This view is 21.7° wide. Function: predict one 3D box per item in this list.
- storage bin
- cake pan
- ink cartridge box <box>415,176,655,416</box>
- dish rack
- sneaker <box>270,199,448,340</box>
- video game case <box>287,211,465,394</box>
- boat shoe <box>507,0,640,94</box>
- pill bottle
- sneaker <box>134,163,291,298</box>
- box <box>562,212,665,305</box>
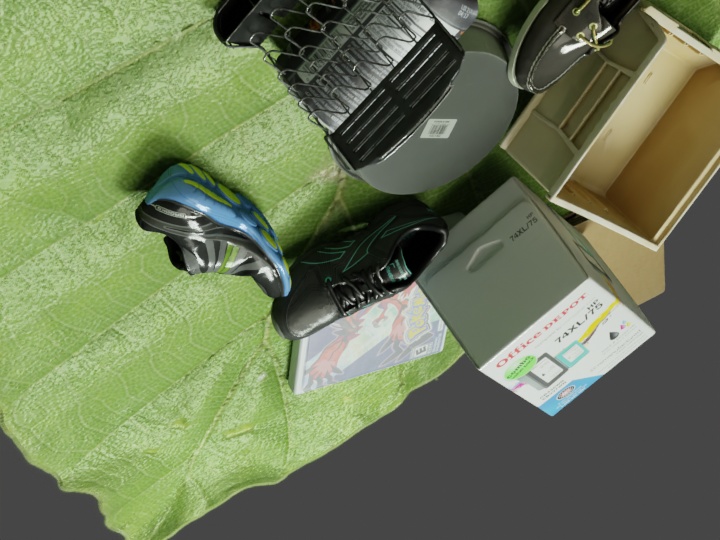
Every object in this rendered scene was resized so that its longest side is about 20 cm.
[{"bbox_3d":[0.272,-0.147,1.847,0.200,0.094,0.199,20,110,-48],"label":"storage bin"},{"bbox_3d":[0.066,-0.148,1.770,0.200,0.037,0.201,-21,143,-17],"label":"cake pan"},{"bbox_3d":[0.175,0.029,1.915,0.147,0.146,0.200,-40,149,11],"label":"ink cartridge box"},{"bbox_3d":[-0.014,-0.188,1.534,0.153,0.200,0.054,-47,152,18],"label":"dish rack"},{"bbox_3d":[0.000,0.000,1.829,0.200,0.079,0.076,-38,117,-11],"label":"sneaker"},{"bbox_3d":[0.017,0.036,1.958,0.182,0.023,0.200,-16,141,-22],"label":"video game case"},{"bbox_3d":[0.214,-0.241,1.728,0.201,0.061,0.072,-53,144,10],"label":"boat shoe"},{"bbox_3d":[0.028,-0.215,1.607,0.200,0.106,0.106,-46,142,17],"label":"pill bottle"},{"bbox_3d":[-0.134,-0.029,1.738,0.083,0.071,0.199,-37,139,15],"label":"sneaker"},{"bbox_3d":[0.265,-0.007,2.093,0.163,0.021,0.200,-26,144,-10],"label":"box"}]
